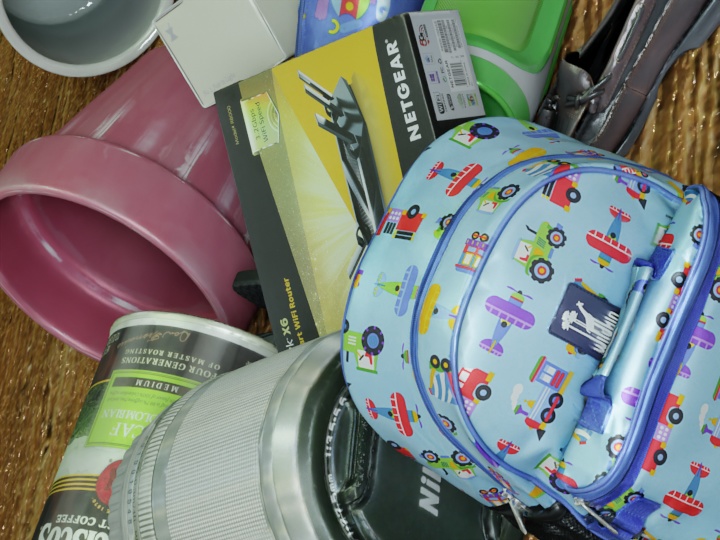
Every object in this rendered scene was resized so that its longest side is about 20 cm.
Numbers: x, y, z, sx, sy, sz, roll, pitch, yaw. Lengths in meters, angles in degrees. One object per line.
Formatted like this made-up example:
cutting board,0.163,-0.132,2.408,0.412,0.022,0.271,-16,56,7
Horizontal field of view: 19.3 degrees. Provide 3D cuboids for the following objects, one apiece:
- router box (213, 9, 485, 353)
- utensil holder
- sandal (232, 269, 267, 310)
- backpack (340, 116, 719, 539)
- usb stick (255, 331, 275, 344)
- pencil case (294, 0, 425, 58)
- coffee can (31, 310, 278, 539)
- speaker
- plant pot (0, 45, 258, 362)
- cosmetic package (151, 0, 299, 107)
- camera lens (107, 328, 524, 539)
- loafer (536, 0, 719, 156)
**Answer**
router box,0.008,-0.029,1.190,0.157,0.052,0.201,-18,85,42
utensil holder,-0.274,-0.283,1.966,0.170,0.170,0.200,-57,23,5
sandal,0.000,0.000,1.299,0.200,0.075,0.045,-10,59,47
backpack,0.101,0.029,0.946,0.183,0.200,0.134,-62,26,-9
usb stick,-0.017,0.054,1.306,0.200,0.033,0.056,-17,69,53
pencil case,-0.006,-0.126,1.302,0.078,0.087,0.201,-105,21,-81
coffee can,-0.115,0.146,1.261,0.146,0.146,0.201,-18,47,53
speaker,0.080,-0.152,1.272,0.088,0.088,0.200,-33,26,41
plant pot,-0.140,-0.052,1.474,0.200,0.200,0.179,-21,32,51
cosmetic package,-0.034,-0.195,1.447,0.200,0.073,0.103,-37,8,-40
camera lens,-0.022,0.121,1.110,0.200,0.160,0.160,-22,44,50
loafer,0.139,-0.120,1.187,0.200,0.063,0.072,-53,26,12
